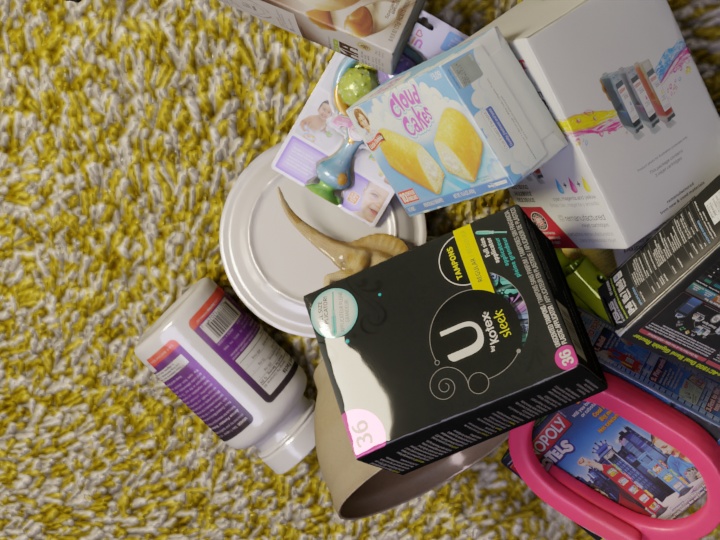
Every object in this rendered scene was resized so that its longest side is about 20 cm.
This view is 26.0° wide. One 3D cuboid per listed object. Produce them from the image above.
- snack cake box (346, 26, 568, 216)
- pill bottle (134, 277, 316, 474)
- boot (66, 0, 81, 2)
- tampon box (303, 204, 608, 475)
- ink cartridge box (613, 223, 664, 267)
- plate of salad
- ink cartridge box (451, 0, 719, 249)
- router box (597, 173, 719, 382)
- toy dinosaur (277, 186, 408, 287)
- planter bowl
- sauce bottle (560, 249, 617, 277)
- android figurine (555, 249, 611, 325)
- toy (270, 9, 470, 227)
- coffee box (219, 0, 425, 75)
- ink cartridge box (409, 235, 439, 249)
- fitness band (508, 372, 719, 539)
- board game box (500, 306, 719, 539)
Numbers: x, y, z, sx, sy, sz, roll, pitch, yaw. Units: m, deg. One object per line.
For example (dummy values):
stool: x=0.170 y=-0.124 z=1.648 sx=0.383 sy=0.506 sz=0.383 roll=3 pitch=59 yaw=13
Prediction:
snack cake box: x=0.076 y=-0.122 z=1.321 sx=0.115 sy=0.067 sz=0.200 roll=56 pitch=158 yaw=-8
pill bottle: x=-0.127 y=0.113 z=1.614 sx=0.200 sy=0.111 sz=0.111 roll=46 pitch=119 yaw=-8
boot: x=-0.317 y=-0.362 z=1.448 sx=0.158 sy=0.079 sz=0.211 roll=8 pitch=107 yaw=5
tampon box: x=0.080 y=0.062 z=1.305 sx=0.200 sy=0.126 sz=0.150 roll=-24 pitch=70 yaw=13
ink cartridge box: x=0.322 y=0.015 z=1.445 sx=0.146 sy=0.084 sz=0.200 roll=-9 pitch=113 yaw=21
plate of salad: x=-0.036 y=-0.033 z=1.507 sx=0.200 sy=0.048 sz=0.200 roll=0 pitch=81 yaw=2
ink cartridge box: x=0.196 y=-0.139 z=1.338 sx=0.200 sy=0.145 sz=0.145 roll=62 pitch=158 yaw=-14
router box: x=0.322 y=0.019 z=1.313 sx=0.200 sy=0.062 sz=0.150 roll=24 pitch=123 yaw=-34
toy dinosaur: x=0.000 y=0.000 z=1.450 sx=0.200 sy=0.101 sz=0.058 roll=19 pitch=146 yaw=6
planter bowl: x=0.037 y=0.127 z=1.480 sx=0.200 sy=0.200 sz=0.135 roll=-40 pitch=68 yaw=29
sauce bottle: x=0.222 y=0.007 z=1.484 sx=0.065 sy=0.065 sz=0.200 roll=-10 pitch=113 yaw=21
android figurine: x=0.180 y=0.054 z=1.458 sx=0.200 sy=0.041 sz=0.182 roll=47 pitch=137 yaw=-6
toy: x=0.012 y=-0.150 z=1.444 sx=0.115 sy=0.047 sz=0.200 roll=30 pitch=103 yaw=-1
coffee box: x=-0.040 y=-0.270 z=1.388 sx=0.200 sy=0.080 sz=0.114 roll=23 pitch=85 yaw=4
ink cartridge box: x=0.088 y=0.046 z=1.536 sx=0.200 sy=0.057 sz=0.163 roll=7 pitch=118 yaw=29
fitness band: x=0.227 y=0.167 z=1.367 sx=0.200 sy=0.037 sz=0.144 roll=30 pitch=125 yaw=8
board game box: x=0.226 y=0.135 z=1.407 sx=0.200 sy=0.062 sz=0.200 roll=40 pitch=129 yaw=1
